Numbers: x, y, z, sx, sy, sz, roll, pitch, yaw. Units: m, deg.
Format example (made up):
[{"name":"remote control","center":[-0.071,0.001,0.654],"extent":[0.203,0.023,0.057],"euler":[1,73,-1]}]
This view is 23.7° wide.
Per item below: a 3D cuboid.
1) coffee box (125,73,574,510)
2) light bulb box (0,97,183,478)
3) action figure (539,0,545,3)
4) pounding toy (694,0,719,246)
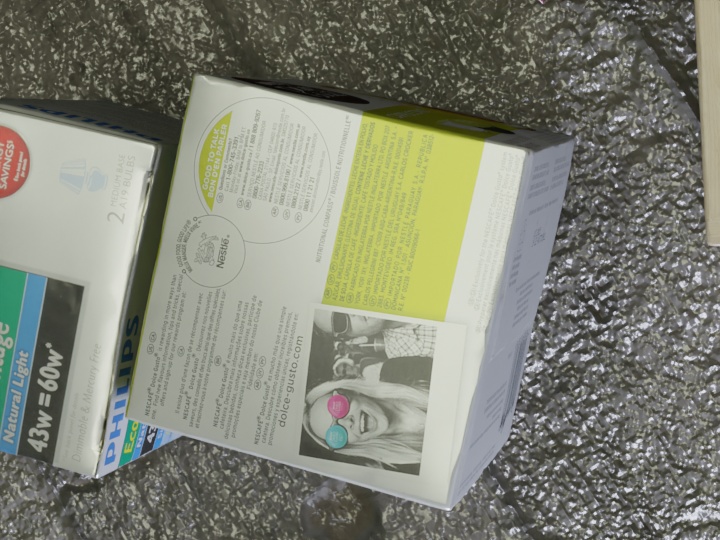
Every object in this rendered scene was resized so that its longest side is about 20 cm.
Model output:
[{"name":"coffee box","center":[0.000,0.000,1.011],"extent":[0.196,0.200,0.201],"euler":[14,98,12]},{"name":"light bulb box","center":[-0.161,0.002,1.051],"extent":[0.124,0.200,0.200],"euler":[13,98,13]},{"name":"action figure","center":[0.077,-0.256,1.036],"extent":[0.133,0.149,0.201],"euler":[-14,111,26]},{"name":"pounding toy","center":[0.255,-0.118,0.964],"extent":[0.183,0.142,0.202],"euler":[-3,97,14]}]
